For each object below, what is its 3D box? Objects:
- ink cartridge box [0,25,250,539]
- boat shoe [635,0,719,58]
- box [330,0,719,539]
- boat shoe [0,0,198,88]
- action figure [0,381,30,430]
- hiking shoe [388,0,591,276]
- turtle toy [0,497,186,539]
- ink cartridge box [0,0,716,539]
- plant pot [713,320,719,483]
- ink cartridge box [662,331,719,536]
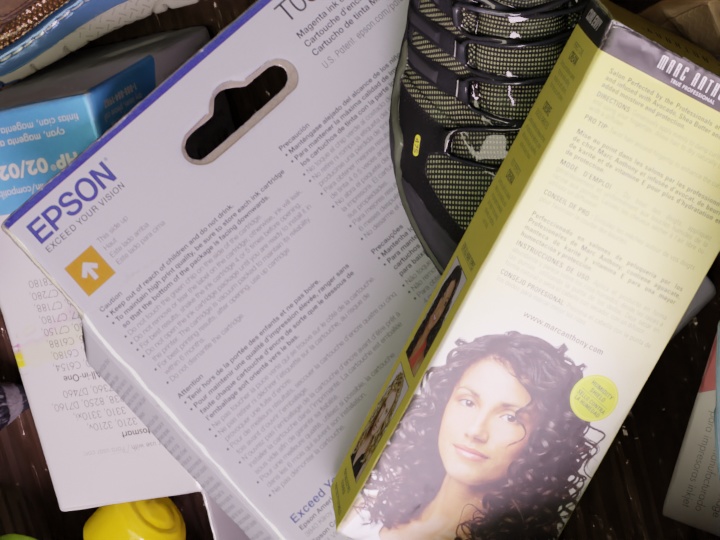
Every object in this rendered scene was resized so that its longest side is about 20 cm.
[{"bbox_3d":[-0.083,0.017,1.102,0.067,0.115,0.201,-10,104,24],"label":"ink cartridge box"},{"bbox_3d":[0.178,-0.096,1.001,0.199,0.069,0.074,-16,96,2],"label":"boat shoe"},{"bbox_3d":[0.066,0.013,0.959,0.075,0.050,0.201,25,102,-11],"label":"box"},{"bbox_3d":[-0.120,-0.128,1.086,0.199,0.072,0.073,-21,119,16],"label":"boat shoe"},{"bbox_3d":[-0.182,0.059,1.098,0.105,0.194,0.200,45,124,-13],"label":"action figure"},{"bbox_3d":[0.046,-0.085,0.994,0.075,0.101,0.201,-5,80,-3],"label":"hiking shoe"},{"bbox_3d":[-0.115,0.168,1.149,0.199,0.101,0.146,34,117,-17],"label":"turtle toy"},{"bbox_3d":[0.000,0.000,1.042,0.200,0.196,0.043,48,160,1],"label":"ink cartridge box"},{"bbox_3d":[0.226,0.039,0.898,0.195,0.200,0.202,-1,107,24],"label":"plant pot"},{"bbox_3d":[0.226,0.064,1.035,0.199,0.067,0.117,19,111,13],"label":"ink cartridge box"}]
